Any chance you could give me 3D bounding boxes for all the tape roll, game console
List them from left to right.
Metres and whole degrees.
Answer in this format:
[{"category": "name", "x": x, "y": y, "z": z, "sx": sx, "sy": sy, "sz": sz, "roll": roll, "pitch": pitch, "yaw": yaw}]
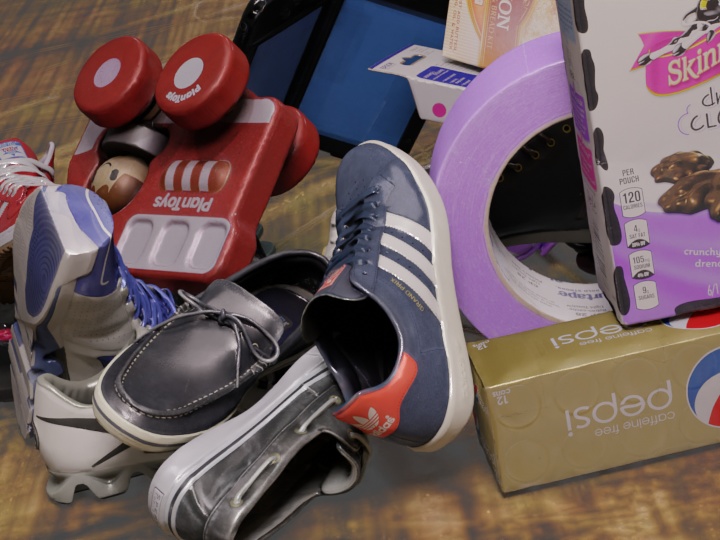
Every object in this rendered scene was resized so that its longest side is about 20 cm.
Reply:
[{"category": "game console", "x": -0.025, "y": -0.142, "z": 1.319, "sx": 0.116, "sy": 0.200, "sz": 0.176, "roll": 38, "pitch": 45, "yaw": 12}, {"category": "tape roll", "x": 0.141, "y": -0.041, "z": 1.000, "sx": 0.199, "sy": 0.201, "sz": 0.066, "roll": -9, "pitch": 22, "yaw": 6}]

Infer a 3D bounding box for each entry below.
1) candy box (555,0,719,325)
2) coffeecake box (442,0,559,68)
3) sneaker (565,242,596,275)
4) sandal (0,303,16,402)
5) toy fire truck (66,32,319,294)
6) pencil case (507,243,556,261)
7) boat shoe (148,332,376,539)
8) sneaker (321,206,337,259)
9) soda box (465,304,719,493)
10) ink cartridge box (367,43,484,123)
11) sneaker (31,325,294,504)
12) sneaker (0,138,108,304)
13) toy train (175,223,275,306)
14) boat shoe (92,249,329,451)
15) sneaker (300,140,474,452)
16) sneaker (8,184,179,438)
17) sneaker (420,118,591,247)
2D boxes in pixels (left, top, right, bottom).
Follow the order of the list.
[{"category": "candy box", "x": 0.202, "y": -0.088, "z": 0.905, "sx": 0.167, "sy": 0.201, "sz": 0.072, "roll": -11, "pitch": 16, "yaw": 1}, {"category": "coffeecake box", "x": 0.168, "y": -0.209, "z": 1.198, "sx": 0.199, "sy": 0.154, "sz": 0.073, "roll": 21, "pitch": 24, "yaw": 33}, {"category": "sneaker", "x": 0.195, "y": -0.054, "z": 1.177, "sx": 0.115, "sy": 0.076, "sz": 0.200, "roll": -11, "pitch": 22, "yaw": 8}, {"category": "sandal", "x": -0.254, "y": 0.046, "z": 1.191, "sx": 0.075, "sy": 0.045, "sz": 0.200, "roll": -20, "pitch": 24, "yaw": -24}, {"category": "toy fire truck", "x": -0.135, "y": -0.063, "z": 1.146, "sx": 0.199, "sy": 0.112, "sz": 0.169, "roll": 4, "pitch": 63, "yaw": 39}, {"category": "pencil case", "x": 0.111, "y": -0.075, "z": 1.267, "sx": 0.084, "sy": 0.085, "sz": 0.200, "roll": -47, "pitch": 10, "yaw": 23}, {"category": "boat shoe", "x": -0.027, "y": 0.102, "z": 0.936, "sx": 0.071, "sy": 0.072, "sz": 0.200, "roll": 29, "pitch": 47, "yaw": 30}, {"category": "sneaker", "x": 0.000, "y": 0.000, "z": 1.123, "sx": 0.076, "sy": 0.081, "sz": 0.200, "roll": -5, "pitch": 20, "yaw": 15}, {"category": "soda box", "x": 0.162, "y": 0.060, "z": 0.921, "sx": 0.199, "sy": 0.068, "sz": 0.064, "roll": -13, "pitch": 21, "yaw": -4}, {"category": "ink cartridge box", "x": 0.112, "y": -0.127, "z": 1.233, "sx": 0.199, "sy": 0.037, "sz": 0.095, "roll": 16, "pitch": 24, "yaw": 17}, {"category": "sneaker", "x": -0.100, "y": 0.072, "z": 1.002, "sx": 0.199, "sy": 0.089, "sz": 0.074, "roll": -15, "pitch": 21, "yaw": -13}, {"category": "sneaker", "x": -0.223, "y": -0.052, "z": 1.119, "sx": 0.071, "sy": 0.113, "sz": 0.200, "roll": 3, "pitch": -16, "yaw": -30}, {"category": "toy train", "x": -0.125, "y": -0.018, "z": 1.246, "sx": 0.113, "sy": 0.086, "sz": 0.200, "roll": -24, "pitch": 23, "yaw": -5}, {"category": "boat shoe", "x": -0.079, "y": 0.040, "z": 0.953, "sx": 0.074, "sy": 0.062, "sz": 0.200, "roll": 37, "pitch": 37, "yaw": 17}, {"category": "sneaker", "x": 0.003, "y": 0.004, "z": 0.932, "sx": 0.084, "sy": 0.075, "sz": 0.201, "roll": 12, "pitch": 47, "yaw": -34}, {"category": "sneaker", "x": -0.158, "y": 0.023, "z": 1.048, "sx": 0.115, "sy": 0.200, "sz": 0.081, "roll": -8, "pitch": 52, "yaw": -23}, {"category": "sneaker", "x": 0.090, "y": -0.072, "z": 1.070, "sx": 0.199, "sy": 0.107, "sz": 0.075, "roll": -6, "pitch": 44, "yaw": -3}]
